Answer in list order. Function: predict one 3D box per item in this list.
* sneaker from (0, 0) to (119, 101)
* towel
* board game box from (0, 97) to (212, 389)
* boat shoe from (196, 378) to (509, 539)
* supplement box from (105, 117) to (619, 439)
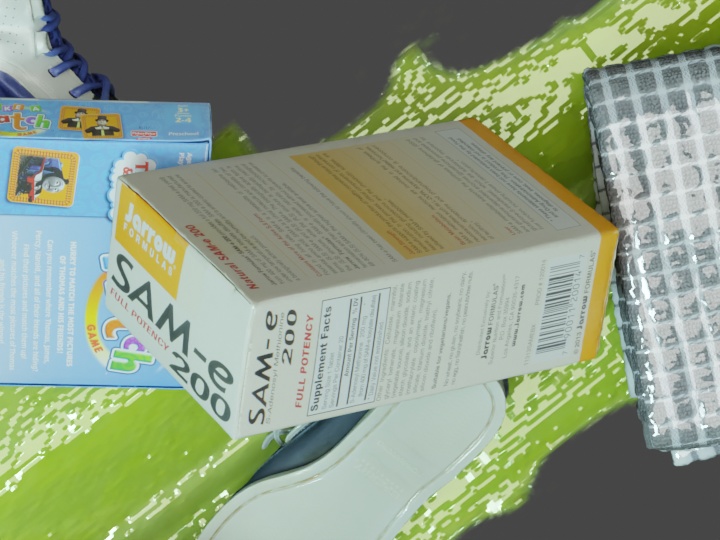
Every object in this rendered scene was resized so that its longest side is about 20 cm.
[{"bbox_3d":[-0.161,-0.103,1.446,0.115,0.081,0.200,11,99,-4],"label":"sneaker"},{"bbox_3d":[0.200,-0.014,1.440,0.165,0.086,0.200,-11,93,1],"label":"towel"},{"bbox_3d":[-0.173,-0.012,1.418,0.200,0.037,0.151,2,127,-6],"label":"board game box"},{"bbox_3d":[-0.008,0.095,1.453,0.075,0.062,0.200,38,114,-12],"label":"boat shoe"},{"bbox_3d":[0.000,0.000,1.374,0.200,0.126,0.074,-10,124,-30],"label":"supplement box"}]
